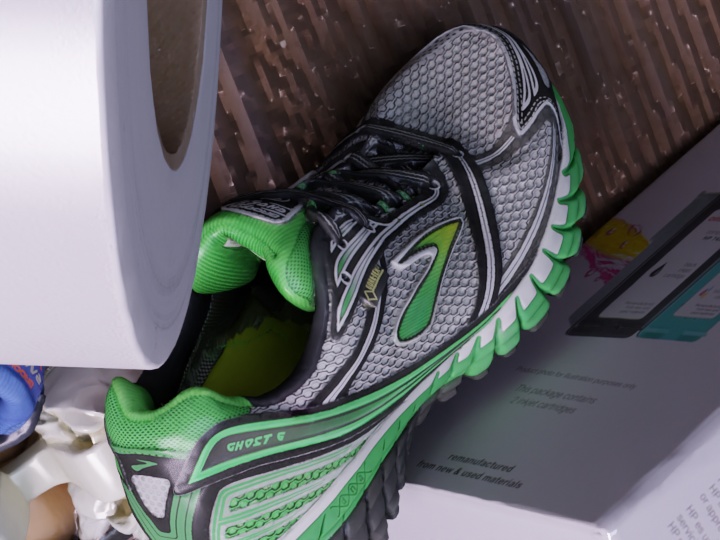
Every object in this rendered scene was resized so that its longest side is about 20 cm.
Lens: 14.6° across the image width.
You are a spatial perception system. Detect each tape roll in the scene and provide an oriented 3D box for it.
[{"bbox_3d":[-0.109,-0.079,0.650,0.138,0.203,0.204,3,99,4],"label":"tape roll"}]

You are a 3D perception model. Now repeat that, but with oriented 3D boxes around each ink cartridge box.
[{"bbox_3d":[0.130,0.059,0.817,0.200,0.146,0.147,-40,111,-22],"label":"ink cartridge box"}]

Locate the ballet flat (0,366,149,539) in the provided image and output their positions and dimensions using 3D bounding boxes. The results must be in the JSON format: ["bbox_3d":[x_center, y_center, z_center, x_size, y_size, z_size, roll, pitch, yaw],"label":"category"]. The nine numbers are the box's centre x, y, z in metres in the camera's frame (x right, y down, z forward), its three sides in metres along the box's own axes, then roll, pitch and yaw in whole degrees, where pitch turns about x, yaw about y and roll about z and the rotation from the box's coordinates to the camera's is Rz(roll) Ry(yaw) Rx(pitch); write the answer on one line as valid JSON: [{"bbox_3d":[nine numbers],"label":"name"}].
[{"bbox_3d":[-0.092,0.065,0.789,0.200,0.068,0.068,-39,112,-11],"label":"ballet flat"}]

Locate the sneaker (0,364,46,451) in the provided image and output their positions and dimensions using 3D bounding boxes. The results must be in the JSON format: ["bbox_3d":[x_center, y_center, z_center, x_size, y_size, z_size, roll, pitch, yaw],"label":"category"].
[{"bbox_3d":[-0.103,0.009,0.757,0.200,0.078,0.075,-53,137,-9],"label":"sneaker"}]

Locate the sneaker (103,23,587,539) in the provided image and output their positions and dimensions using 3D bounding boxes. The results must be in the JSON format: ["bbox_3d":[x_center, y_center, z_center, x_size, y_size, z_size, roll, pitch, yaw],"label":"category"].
[{"bbox_3d":[0.000,0.000,0.774,0.200,0.078,0.085,-59,141,-34],"label":"sneaker"}]
